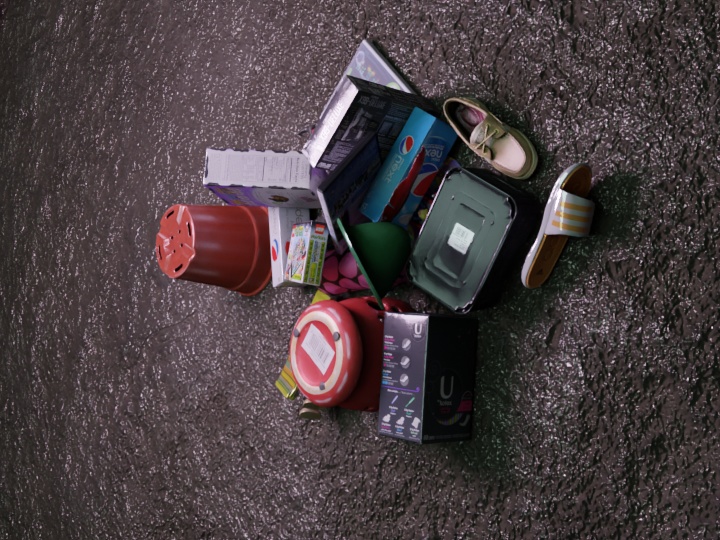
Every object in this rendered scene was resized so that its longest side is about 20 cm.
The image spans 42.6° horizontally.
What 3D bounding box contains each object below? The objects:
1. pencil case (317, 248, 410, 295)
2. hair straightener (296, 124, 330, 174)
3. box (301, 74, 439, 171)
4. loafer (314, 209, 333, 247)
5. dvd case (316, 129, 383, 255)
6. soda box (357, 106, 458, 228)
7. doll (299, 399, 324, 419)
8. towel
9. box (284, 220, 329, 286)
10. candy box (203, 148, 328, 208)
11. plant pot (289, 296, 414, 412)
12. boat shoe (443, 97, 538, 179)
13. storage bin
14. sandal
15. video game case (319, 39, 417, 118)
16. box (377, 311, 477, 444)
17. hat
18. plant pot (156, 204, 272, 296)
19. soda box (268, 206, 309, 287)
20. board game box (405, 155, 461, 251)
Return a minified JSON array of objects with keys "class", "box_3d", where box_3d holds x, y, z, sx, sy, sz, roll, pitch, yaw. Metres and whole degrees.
[{"class":"pencil case","box_3d":[0.000,0.000,1.659,0.199,0.093,0.092,-7,56,50]},{"class":"hair straightener","box_3d":[-0.069,-0.220,1.771,0.200,0.041,0.078,37,134,45]},{"class":"box","box_3d":[0.019,-0.236,1.574,0.050,0.198,0.159,54,124,36]},{"class":"loafer","box_3d":[-0.045,-0.106,1.727,0.200,0.072,0.074,-40,60,38]},{"class":"dvd case","box_3d":[-0.008,-0.128,1.569,0.017,0.201,0.143,32,70,24]},{"class":"soda box","box_3d":[0.080,-0.167,1.558,0.068,0.064,0.202,41,105,50]},{"class":"doll","box_3d":[-0.084,0.169,1.733,0.137,0.048,0.202,113,161,-54]},{"class":"towel","box_3d":[-0.105,0.136,1.720,0.086,0.018,0.202,27,94,62]},{"class":"box","box_3d":[-0.098,-0.031,1.671,0.200,0.034,0.112,-176,95,-77]},{"class":"candy box","box_3d":[-0.170,-0.168,1.709,0.197,0.168,0.073,3,82,8]},{"class":"plant pot","box_3d":[-0.012,0.145,1.591,0.199,0.181,0.203,-3,85,49]},{"class":"boat shoe","box_3d":[0.201,-0.212,1.472,0.200,0.066,0.075,47,119,39]},{"class":"storage bin","box_3d":[0.174,-0.048,1.445,0.135,0.093,0.202,34,113,28]},{"class":"sandal","box_3d":[0.302,-0.055,1.347,0.059,0.078,0.209,40,124,40]},{"class":"video game case","box_3d":[0.014,-0.298,1.716,0.183,0.023,0.201,-56,50,27]},{"class":"box","box_3d":[0.109,0.171,1.496,0.105,0.121,0.203,1,88,47]},{"class":"hat","box_3d":[0.071,-0.053,1.483,0.175,0.200,0.167,-28,72,0]},{"class":"plant pot","box_3d":[-0.305,-0.053,1.915,0.199,0.194,0.204,-7,81,47]},{"class":"soda box","box_3d":[-0.139,-0.070,1.819,0.064,0.067,0.203,154,114,-64]},{"class":"board game box","box_3d":[0.105,-0.106,1.585,0.199,0.039,0.160,-32,64,41]}]
